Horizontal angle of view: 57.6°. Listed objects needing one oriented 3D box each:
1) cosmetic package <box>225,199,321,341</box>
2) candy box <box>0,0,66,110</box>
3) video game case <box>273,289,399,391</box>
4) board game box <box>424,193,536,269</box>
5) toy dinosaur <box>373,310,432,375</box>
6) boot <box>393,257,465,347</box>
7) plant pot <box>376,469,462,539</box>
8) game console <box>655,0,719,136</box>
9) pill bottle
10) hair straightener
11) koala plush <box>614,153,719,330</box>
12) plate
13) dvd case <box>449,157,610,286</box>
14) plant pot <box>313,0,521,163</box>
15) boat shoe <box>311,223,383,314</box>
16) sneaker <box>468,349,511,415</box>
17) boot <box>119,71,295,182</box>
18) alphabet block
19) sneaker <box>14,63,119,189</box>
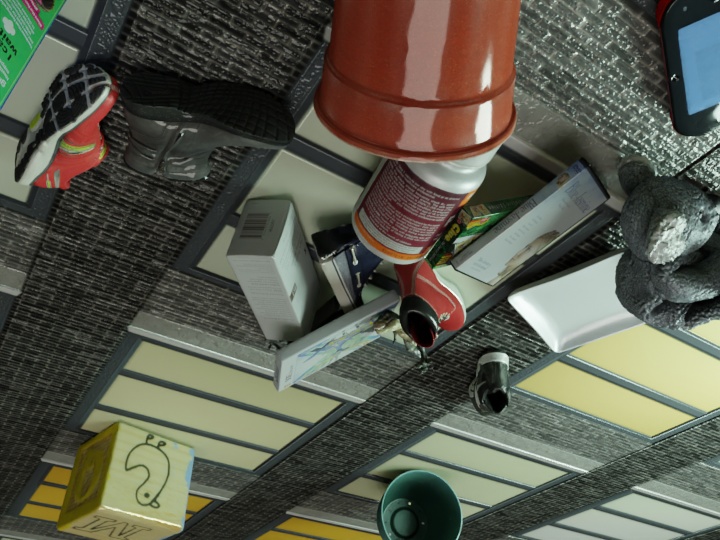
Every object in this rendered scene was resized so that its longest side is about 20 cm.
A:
[{"bbox_3d":[-0.115,0.005,0.921,0.073,0.102,0.201,2,143,15],"label":"cosmetic package"},{"bbox_3d":[-0.374,-0.209,0.581,0.168,0.201,0.077,-10,140,12],"label":"candy box"},{"bbox_3d":[-0.041,0.112,1.007,0.199,0.022,0.183,-27,163,-18],"label":"video game case"},{"bbox_3d":[0.184,-0.055,0.841,0.199,0.024,0.105,-13,149,-33],"label":"board game box"},{"bbox_3d":[0.085,0.111,1.010,0.047,0.089,0.200,-27,159,18],"label":"toy dinosaur"},{"bbox_3d":[0.107,0.073,0.976,0.072,0.145,0.200,-20,138,21],"label":"boot"},{"bbox_3d":[0.128,0.608,1.608,0.199,0.202,0.161,8,151,-10],"label":"plant pot"},{"bbox_3d":[0.407,-0.238,0.681,0.176,0.031,0.200,-17,139,20],"label":"game console"},{"bbox_3d":[0.077,-0.109,0.775,0.113,0.115,0.200,15,139,-18],"label":"pill bottle"},{"bbox_3d":[-0.099,0.090,1.089,0.077,0.041,0.199,31,136,-32],"label":"hair straightener"},{"bbox_3d":[0.384,-0.038,0.812,0.183,0.178,0.200,-24,133,26],"label":"koala plush"},{"bbox_3d":[0.359,0.046,1.030,0.199,0.033,0.200,-25,134,27],"label":"plate"},{"bbox_3d":[0.220,-0.053,0.836,0.200,0.018,0.142,-40,153,19],"label":"dvd case"},{"bbox_3d":[0.058,-0.233,0.575,0.199,0.202,0.196,2,133,-3],"label":"plant pot"},{"bbox_3d":[0.000,0.000,0.948,0.092,0.075,0.200,-22,150,1],"label":"boat shoe"},{"bbox_3d":[0.241,0.236,1.218,0.066,0.091,0.201,0,141,2],"label":"sneaker"},{"bbox_3d":[-0.179,-0.154,0.770,0.198,0.070,0.132,14,146,-5],"label":"boot"},{"bbox_3d":[-0.511,0.477,1.441,0.196,0.197,0.199,-33,132,32],"label":"alphabet block"},{"bbox_3d":[-0.327,-0.162,0.761,0.199,0.078,0.085,-31,152,34],"label":"sneaker"}]
